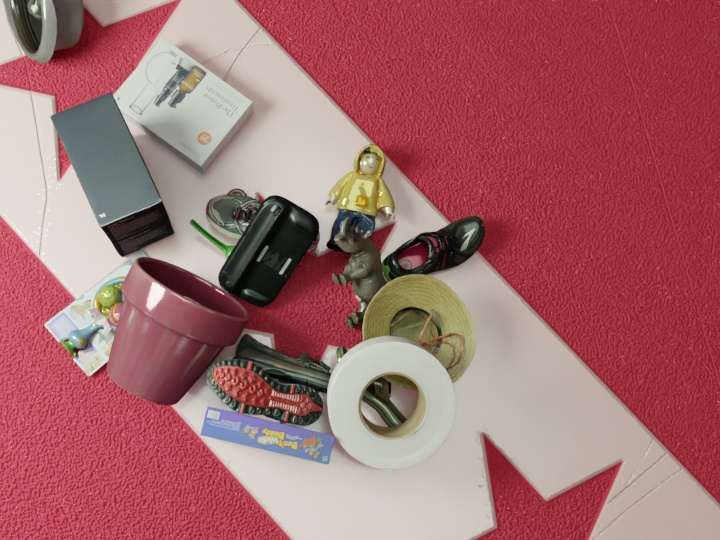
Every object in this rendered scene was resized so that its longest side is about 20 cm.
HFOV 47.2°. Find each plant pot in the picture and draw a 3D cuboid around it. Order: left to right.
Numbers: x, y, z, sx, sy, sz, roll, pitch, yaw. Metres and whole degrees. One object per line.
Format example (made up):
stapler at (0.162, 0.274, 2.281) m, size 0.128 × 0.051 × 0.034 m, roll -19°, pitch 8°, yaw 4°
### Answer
plant pot at (-0.302, 0.103, 1.299) m, size 0.200 × 0.200 × 0.179 m, roll 29°, pitch 96°, yaw 1°

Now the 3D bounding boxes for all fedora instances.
fedora at (-0.539, -0.458, 1.419) m, size 0.090 × 0.177 × 0.200 m, roll -16°, pitch 70°, yaw -39°

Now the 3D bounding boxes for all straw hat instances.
straw hat at (0.087, 0.107, 1.387) m, size 0.200 × 0.085 × 0.202 m, roll 1°, pitch 87°, yaw -14°

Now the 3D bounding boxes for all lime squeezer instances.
lime squeezer at (-0.196, -0.029, 1.393) m, size 0.199 × 0.071 × 0.038 m, roll 17°, pitch 59°, yaw 1°

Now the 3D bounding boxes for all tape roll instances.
tape roll at (0.047, 0.207, 1.293) m, size 0.202 × 0.071 × 0.203 m, roll 0°, pitch 93°, yaw -4°

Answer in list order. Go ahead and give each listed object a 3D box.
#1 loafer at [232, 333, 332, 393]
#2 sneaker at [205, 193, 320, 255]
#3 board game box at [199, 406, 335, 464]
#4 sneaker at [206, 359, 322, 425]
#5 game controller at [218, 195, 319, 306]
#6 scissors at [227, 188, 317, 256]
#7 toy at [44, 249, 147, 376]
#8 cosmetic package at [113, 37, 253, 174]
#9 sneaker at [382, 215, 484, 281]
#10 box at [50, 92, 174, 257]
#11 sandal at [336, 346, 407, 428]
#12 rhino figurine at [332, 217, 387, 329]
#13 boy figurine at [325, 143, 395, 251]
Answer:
loafer at (-0.111, 0.154, 1.365) m, size 0.199 × 0.072 × 0.063 m, roll 14°, pitch 71°, yaw -1°
sneaker at (-0.163, -0.087, 1.394) m, size 0.199 × 0.075 × 0.081 m, roll 15°, pitch 76°, yaw -4°
board game box at (-0.146, 0.261, 1.303) m, size 0.199 × 0.134 × 0.045 m, roll 13°, pitch 78°, yaw -3°
sneaker at (-0.164, 0.203, 1.317) m, size 0.200 × 0.095 × 0.080 m, roll 28°, pitch 67°, yaw -25°
game controller at (-0.152, -0.028, 1.359) m, size 0.104 × 0.042 × 0.200 m, roll 26°, pitch 117°, yaw -20°
scissors at (-0.171, -0.065, 1.434) m, size 0.200 × 0.014 × 0.073 m, roll 40°, pitch 75°, yaw 2°
toy at (-0.408, 0.065, 1.361) m, size 0.200 × 0.047 × 0.115 m, roll -41°, pitch 87°, yaw -12°
cosmetic package at (-0.311, -0.289, 1.446) m, size 0.200 × 0.052 × 0.151 m, roll 35°, pitch 80°, yaw 2°
sneaker at (0.133, -0.035, 1.421) m, size 0.200 × 0.084 × 0.077 m, roll -28°, pitch 83°, yaw -11°
box at (-0.396, -0.150, 1.338) m, size 0.104 × 0.182 × 0.200 m, roll -25°, pitch 81°, yaw -11°
sandal at (0.034, 0.197, 1.363) m, size 0.057 × 0.080 × 0.201 m, roll -43°, pitch 95°, yaw 10°
rhino figurine at (0.000, 0.000, 1.372) m, size 0.087 × 0.060 × 0.201 m, roll -27°, pitch 119°, yaw -22°
boy figurine at (0.006, -0.125, 1.439) m, size 0.124 × 0.064 × 0.201 m, roll 18°, pitch 80°, yaw 1°
